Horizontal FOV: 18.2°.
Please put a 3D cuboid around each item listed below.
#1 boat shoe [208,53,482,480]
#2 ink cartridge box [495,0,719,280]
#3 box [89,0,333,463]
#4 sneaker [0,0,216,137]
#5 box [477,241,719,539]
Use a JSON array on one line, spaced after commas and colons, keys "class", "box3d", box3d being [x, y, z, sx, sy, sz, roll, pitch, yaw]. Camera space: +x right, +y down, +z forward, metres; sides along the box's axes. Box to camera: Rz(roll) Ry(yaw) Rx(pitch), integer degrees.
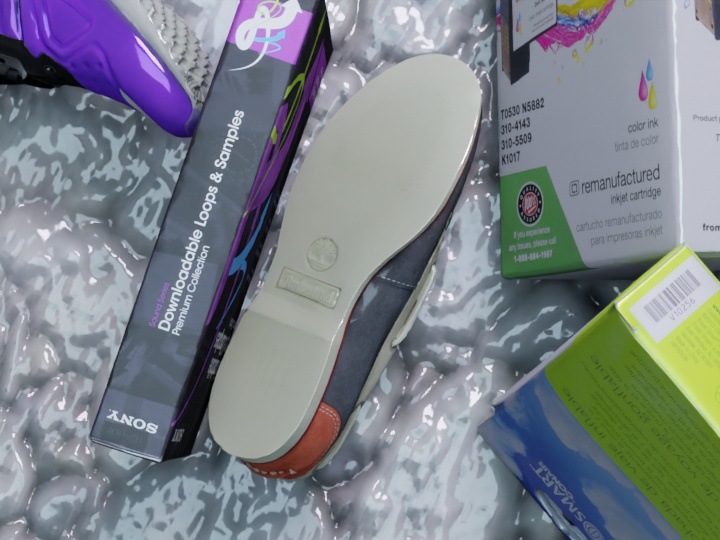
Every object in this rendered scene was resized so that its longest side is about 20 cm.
[{"class": "boat shoe", "box3d": [0.000, 0.000, 0.990, 0.071, 0.063, 0.201, 24, 85, 29]}, {"class": "ink cartridge box", "box3d": [0.124, -0.100, 0.942, 0.084, 0.145, 0.201, 1, 85, -25]}, {"class": "box", "box3d": [-0.059, -0.017, 0.951, 0.036, 0.143, 0.201, 20, 87, 2]}, {"class": "sneaker", "box3d": [-0.150, -0.108, 0.996, 0.200, 0.070, 0.100, 43, 95, 17]}, {"class": "box", "box3d": [0.125, 0.074, 0.921, 0.048, 0.200, 0.122, -38, 85, -20]}]
